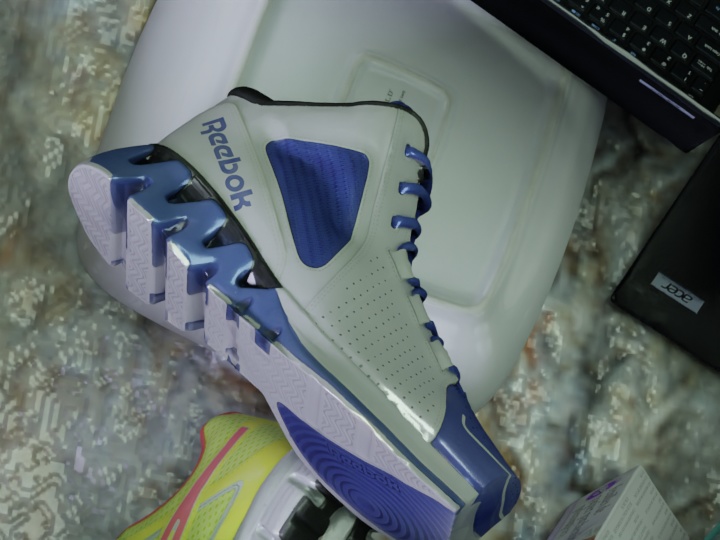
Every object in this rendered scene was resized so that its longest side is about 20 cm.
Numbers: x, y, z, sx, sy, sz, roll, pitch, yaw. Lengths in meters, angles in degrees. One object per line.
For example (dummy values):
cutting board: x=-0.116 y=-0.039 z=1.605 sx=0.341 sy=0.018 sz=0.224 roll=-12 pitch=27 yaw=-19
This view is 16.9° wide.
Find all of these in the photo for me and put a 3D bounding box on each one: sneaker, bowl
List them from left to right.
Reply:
sneaker: x=-0.071 y=0.143 z=0.938 sx=0.200 sy=0.090 sz=0.078 roll=-56 pitch=141 yaw=-3
sneaker: x=-0.001 y=-0.001 z=0.884 sx=0.115 sy=0.081 sz=0.199 roll=-40 pitch=76 yaw=-21
bowl: x=0.003 y=-0.054 z=0.989 sx=0.199 sy=0.075 sz=0.201 roll=24 pitch=73 yaw=-11

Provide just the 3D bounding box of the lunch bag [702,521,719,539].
lunch bag: x=0.208 y=0.140 z=0.869 sx=0.160 sy=0.199 sz=0.078 roll=-23 pitch=113 yaw=-57

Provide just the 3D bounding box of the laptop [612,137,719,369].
laptop: x=0.233 y=-0.035 z=1.072 sx=0.177 sy=0.103 sz=0.200 roll=32 pitch=48 yaw=-8

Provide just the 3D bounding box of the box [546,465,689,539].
box: x=0.087 y=0.123 z=0.921 sx=0.039 sy=0.200 sz=0.042 roll=-33 pitch=91 yaw=18

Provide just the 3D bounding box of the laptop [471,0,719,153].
laptop: x=0.088 y=-0.139 z=0.944 sx=0.177 sy=0.103 sz=0.200 roll=36 pitch=54 yaw=2
